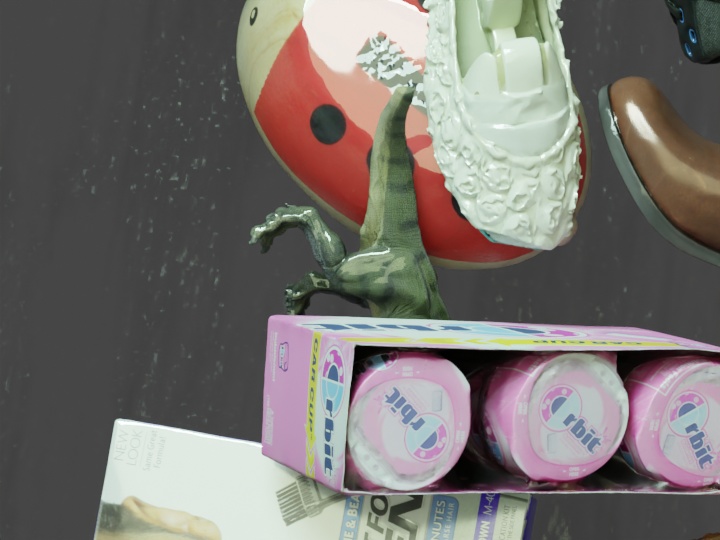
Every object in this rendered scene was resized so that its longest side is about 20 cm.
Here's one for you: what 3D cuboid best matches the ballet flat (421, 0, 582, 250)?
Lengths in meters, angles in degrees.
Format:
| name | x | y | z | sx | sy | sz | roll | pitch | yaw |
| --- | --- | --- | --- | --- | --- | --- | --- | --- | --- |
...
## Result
| name | x | y | z | sx | sy | sz | roll | pitch | yaw |
| --- | --- | --- | --- | --- | --- | --- | --- | --- | --- |
| ballet flat | 0.061 | -0.110 | 1.133 | 0.071 | 0.072 | 0.201 | -10 | 76 | 4 |

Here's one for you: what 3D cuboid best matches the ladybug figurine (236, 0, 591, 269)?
| name | x | y | z | sx | sy | sz | roll | pitch | yaw |
| --- | --- | --- | --- | --- | --- | --- | --- | --- | --- |
| ladybug figurine | 0.026 | -0.083 | 1.199 | 0.200 | 0.072 | 0.136 | 37 | 87 | 10 |

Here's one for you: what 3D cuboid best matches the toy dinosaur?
| name | x | y | z | sx | sy | sz | roll | pitch | yaw |
| --- | --- | --- | --- | --- | --- | --- | --- | --- | --- |
| toy dinosaur | 0.000 | 0.000 | 1.177 | 0.088 | 0.048 | 0.201 | 2 | 122 | 20 |

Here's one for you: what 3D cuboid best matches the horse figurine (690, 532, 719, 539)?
| name | x | y | z | sx | sy | sz | roll | pitch | yaw |
| --- | --- | --- | --- | --- | --- | --- | --- | --- | --- |
| horse figurine | 0.217 | 0.108 | 1.102 | 0.200 | 0.133 | 0.050 | -34 | 99 | 2 |

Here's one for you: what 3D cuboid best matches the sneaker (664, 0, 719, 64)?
| name | x | y | z | sx | sy | sz | roll | pitch | yaw |
| --- | --- | --- | --- | --- | --- | --- | --- | --- | --- |
| sneaker | 0.138 | -0.156 | 1.200 | 0.199 | 0.073 | 0.112 | 16 | 126 | 34 |

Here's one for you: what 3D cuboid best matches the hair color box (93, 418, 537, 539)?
| name | x | y | z | sx | sy | sz | roll | pitch | yaw |
| --- | --- | --- | --- | --- | --- | --- | --- | --- | --- |
| hair color box | -0.024 | 0.140 | 1.177 | 0.199 | 0.065 | 0.110 | 9 | 84 | 9 |

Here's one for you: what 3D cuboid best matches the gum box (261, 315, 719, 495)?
| name | x | y | z | sx | sy | sz | roll | pitch | yaw |
| --- | --- | --- | --- | --- | --- | --- | --- | --- | --- |
| gum box | 0.068 | 0.060 | 1.116 | 0.199 | 0.113 | 0.067 | 2 | 94 | -20 |

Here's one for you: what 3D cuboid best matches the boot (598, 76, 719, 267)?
| name | x | y | z | sx | sy | sz | roll | pitch | yaw |
| --- | --- | --- | --- | --- | --- | --- | --- | --- | --- |
| boot | 0.230 | -0.064 | 1.143 | 0.200 | 0.068 | 0.189 | -42 | 80 | 21 |
